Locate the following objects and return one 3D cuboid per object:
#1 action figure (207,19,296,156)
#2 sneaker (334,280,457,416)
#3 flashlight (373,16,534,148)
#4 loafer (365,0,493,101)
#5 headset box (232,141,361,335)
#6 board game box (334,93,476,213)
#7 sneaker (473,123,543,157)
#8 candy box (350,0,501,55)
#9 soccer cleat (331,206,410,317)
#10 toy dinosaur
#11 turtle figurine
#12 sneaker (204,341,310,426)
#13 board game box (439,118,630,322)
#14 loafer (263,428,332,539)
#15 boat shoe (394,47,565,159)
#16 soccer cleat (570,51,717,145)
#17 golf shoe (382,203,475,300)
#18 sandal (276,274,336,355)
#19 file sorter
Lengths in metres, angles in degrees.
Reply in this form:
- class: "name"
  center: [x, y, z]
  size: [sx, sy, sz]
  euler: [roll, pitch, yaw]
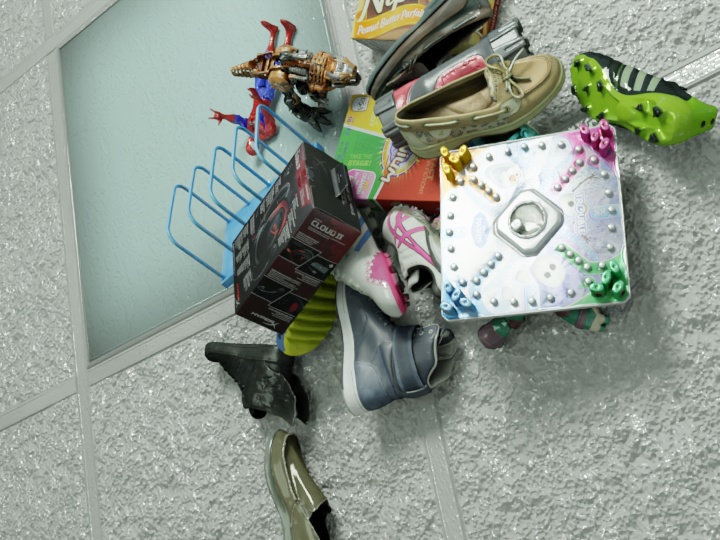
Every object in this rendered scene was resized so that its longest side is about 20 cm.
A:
- class: "action figure"
  center: [-0.158, -0.274, 1.359]
  size: [0.064, 0.098, 0.205]
  euler: [7, 88, 39]
- class: "sneaker"
  center: [0.045, 0.066, 1.147]
  size: [0.144, 0.077, 0.206]
  euler: [-19, 61, 24]
- class: "flashlight"
  center: [0.112, -0.221, 1.106]
  size: [0.197, 0.068, 0.068]
  euler: [-25, 108, 21]
- class: "loafer"
  center: [0.081, -0.268, 1.132]
  size: [0.063, 0.071, 0.200]
  euler: [52, 126, 11]
- class: "headset box"
  center: [-0.078, -0.048, 1.142]
  size: [0.201, 0.074, 0.150]
  euler: [-52, 29, 26]
- class: "board game box"
  center: [0.057, -0.153, 1.184]
  size: [0.197, 0.040, 0.156]
  euler: [4, 73, 38]
- class: "sneaker"
  center: [0.198, -0.126, 1.061]
  size: [0.199, 0.079, 0.079]
  euler: [34, 101, 36]
- class: "candy box"
  center: [0.087, -0.348, 1.207]
  size: [0.197, 0.055, 0.118]
  euler: [14, 91, 39]
- class: "soccer cleat"
  center: [0.000, 0.000, 1.131]
  size: [0.085, 0.070, 0.201]
  euler: [-25, 38, 2]
- class: "toy dinosaur"
  center: [-0.086, -0.273, 1.264]
  size: [0.198, 0.135, 0.103]
  euler: [33, 92, 27]
- class: "turtle figurine"
  center: [0.202, 0.005, 1.025]
  size: [0.199, 0.100, 0.152]
  euler: [-31, 63, 35]
- class: "sneaker"
  center: [-0.149, 0.156, 1.283]
  size: [0.197, 0.060, 0.107]
  euler: [-2, 80, 37]
- class: "board game box"
  center: [0.177, -0.054, 0.980]
  size: [0.196, 0.026, 0.204]
  euler: [-7, 66, 21]
- class: "loafer"
  center: [-0.069, 0.299, 1.194]
  size: [0.069, 0.075, 0.204]
  euler: [-23, 71, 19]
- class: "boat shoe"
  center: [0.134, -0.192, 1.043]
  size: [0.197, 0.063, 0.074]
  euler: [-27, 50, 16]
- class: "soccer cleat"
  center: [0.301, -0.188, 1.008]
  size: [0.200, 0.080, 0.069]
  euler: [-128, 33, -52]
- class: "golf shoe"
  center: [0.068, -0.023, 1.105]
  size: [0.093, 0.072, 0.199]
  euler: [-58, 25, -4]
- class: "sandal"
  center: [-0.072, 0.015, 1.250]
  size: [0.086, 0.079, 0.204]
  euler: [11, 80, 43]
- class: "file sorter"
  center: [-0.161, -0.107, 1.279]
  size: [0.199, 0.122, 0.140]
  euler: [-38, 33, 26]
